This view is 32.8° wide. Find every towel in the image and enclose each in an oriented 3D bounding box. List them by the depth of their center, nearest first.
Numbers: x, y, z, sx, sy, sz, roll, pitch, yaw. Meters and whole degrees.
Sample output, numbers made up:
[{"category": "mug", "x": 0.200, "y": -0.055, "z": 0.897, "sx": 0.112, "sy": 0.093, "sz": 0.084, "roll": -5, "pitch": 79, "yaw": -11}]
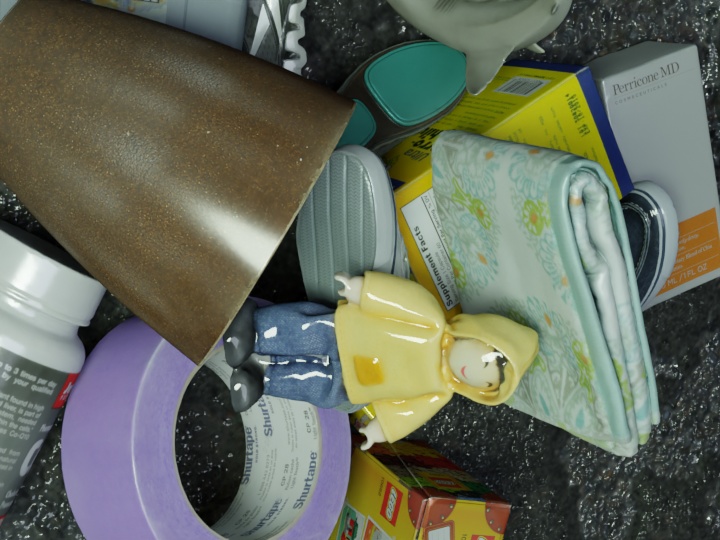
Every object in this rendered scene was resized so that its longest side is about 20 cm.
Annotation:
[{"category": "towel", "x": 0.116, "y": 0.011, "z": 0.809, "sx": 0.048, "sy": 0.171, "sz": 0.202, "roll": -23, "pitch": 111, "yaw": -23}]

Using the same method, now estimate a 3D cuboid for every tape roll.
[{"category": "tape roll", "x": -0.103, "y": 0.122, "z": 0.856, "sx": 0.199, "sy": 0.084, "sz": 0.203, "roll": 10, "pitch": 76, "yaw": -46}]

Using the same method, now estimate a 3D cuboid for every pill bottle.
[{"category": "pill bottle", "x": -0.252, "y": 0.075, "z": 0.803, "sx": 0.113, "sy": 0.114, "sz": 0.202, "roll": 28, "pitch": 89, "yaw": -28}]

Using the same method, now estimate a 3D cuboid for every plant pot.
[{"category": "plant pot", "x": -0.133, "y": -0.075, "z": 0.740, "sx": 0.199, "sy": 0.187, "sz": 0.188, "roll": 32, "pitch": 87, "yaw": -7}]

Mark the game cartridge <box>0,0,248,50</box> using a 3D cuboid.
[{"category": "game cartridge", "x": -0.173, "y": -0.164, "z": 0.791, "sx": 0.197, "sy": 0.042, "sz": 0.135, "roll": 4, "pitch": 114, "yaw": -12}]

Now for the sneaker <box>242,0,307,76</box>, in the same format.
[{"category": "sneaker", "x": -0.078, "y": -0.204, "z": 0.849, "sx": 0.089, "sy": 0.066, "sz": 0.203, "roll": -2, "pitch": 105, "yaw": -28}]

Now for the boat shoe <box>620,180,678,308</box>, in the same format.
[{"category": "boat shoe", "x": 0.182, "y": 0.022, "z": 0.978, "sx": 0.090, "sy": 0.071, "sz": 0.202, "roll": -18, "pitch": 140, "yaw": -36}]

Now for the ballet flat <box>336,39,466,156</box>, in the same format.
[{"category": "ballet flat", "x": 0.000, "y": -0.112, "z": 0.909, "sx": 0.199, "sy": 0.064, "sz": 0.068, "roll": -37, "pitch": 93, "yaw": -33}]

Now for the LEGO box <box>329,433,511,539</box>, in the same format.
[{"category": "LEGO box", "x": 0.027, "y": 0.248, "z": 0.958, "sx": 0.076, "sy": 0.149, "sz": 0.203, "roll": 10, "pitch": 98, "yaw": -27}]

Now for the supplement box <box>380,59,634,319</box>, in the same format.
[{"category": "supplement box", "x": 0.090, "y": -0.065, "z": 0.939, "sx": 0.199, "sy": 0.109, "sz": 0.110, "roll": -33, "pitch": 114, "yaw": -16}]

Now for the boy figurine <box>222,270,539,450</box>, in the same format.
[{"category": "boy figurine", "x": 0.015, "y": 0.061, "z": 0.790, "sx": 0.197, "sy": 0.065, "sz": 0.126, "roll": 2, "pitch": 112, "yaw": 11}]

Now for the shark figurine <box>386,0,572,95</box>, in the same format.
[{"category": "shark figurine", "x": 0.099, "y": -0.169, "z": 0.851, "sx": 0.127, "sy": 0.214, "sz": 0.090, "roll": 33, "pitch": 75, "yaw": -22}]

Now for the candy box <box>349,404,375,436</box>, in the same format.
[{"category": "candy box", "x": 0.075, "y": 0.054, "z": 0.966, "sx": 0.199, "sy": 0.102, "sz": 0.026, "roll": -40, "pitch": 86, "yaw": -12}]

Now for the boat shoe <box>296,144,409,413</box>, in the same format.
[{"category": "boat shoe", "x": 0.000, "y": 0.000, "z": 0.847, "sx": 0.067, "sy": 0.073, "sz": 0.202, "roll": -32, "pitch": 137, "yaw": -45}]

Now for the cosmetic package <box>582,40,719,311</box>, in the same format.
[{"category": "cosmetic package", "x": 0.238, "y": -0.080, "z": 1.028, "sx": 0.100, "sy": 0.071, "sz": 0.202, "roll": -22, "pitch": 110, "yaw": -19}]
